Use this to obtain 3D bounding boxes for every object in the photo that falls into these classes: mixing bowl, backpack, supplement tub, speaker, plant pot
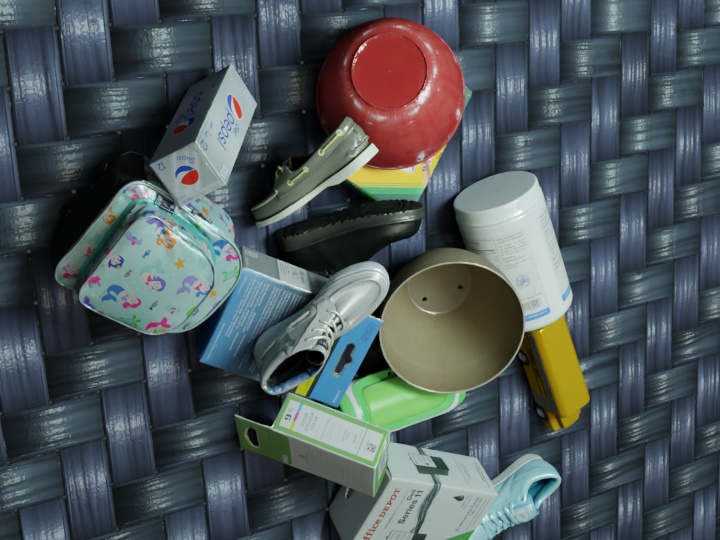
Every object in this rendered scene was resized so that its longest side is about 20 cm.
[{"bbox_3d":[0.038,-0.236,1.352,0.197,0.108,0.204,0,85,1],"label":"mixing bowl"},{"bbox_3d":[-0.240,-0.017,1.266,0.178,0.151,0.199,-45,130,16],"label":"backpack"},{"bbox_3d":[0.222,-0.026,1.549,0.131,0.131,0.202,-30,114,-21],"label":"supplement tub"},{"bbox_3d":[0.049,0.181,1.520,0.198,0.088,0.090,-15,108,-27],"label":"speaker"},{"bbox_3d":[0.117,0.048,1.486,0.197,0.135,0.203,-2,117,-4],"label":"plant pot"}]

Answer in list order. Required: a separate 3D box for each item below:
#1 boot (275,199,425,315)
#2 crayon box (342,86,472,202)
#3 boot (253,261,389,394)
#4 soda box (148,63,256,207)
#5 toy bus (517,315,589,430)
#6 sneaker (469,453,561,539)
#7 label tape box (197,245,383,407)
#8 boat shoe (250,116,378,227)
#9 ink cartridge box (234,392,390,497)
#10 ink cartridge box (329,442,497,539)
[{"bbox_3d":[0.000,-0.001,1.421,0.208,0.080,0.160,-13,107,12],"label":"boot"},{"bbox_3d":[0.054,-0.187,1.457,0.118,0.058,0.202,30,85,-31],"label":"crayon box"},{"bbox_3d":[-0.042,0.076,1.296,0.199,0.096,0.074,-38,117,10],"label":"boot"},{"bbox_3d":[-0.180,-0.160,1.249,0.068,0.201,0.064,-23,119,21],"label":"soda box"},{"bbox_3d":[0.300,0.157,1.664,0.065,0.078,0.202,-31,114,-21],"label":"toy bus"},{"bbox_3d":[0.231,0.367,1.668,0.200,0.082,0.074,-43,117,-16],"label":"sneaker"},{"bbox_3d":[-0.091,0.075,1.378,0.198,0.064,0.145,21,112,-19],"label":"label tape box"},{"bbox_3d":[-0.069,-0.122,1.350,0.061,0.200,0.072,53,31,-11],"label":"boat shoe"},{"bbox_3d":[-0.062,0.221,1.411,0.104,0.197,0.060,91,20,-58],"label":"ink cartridge box"},{"bbox_3d":[0.075,0.335,1.544,0.198,0.083,0.148,15,116,-31],"label":"ink cartridge box"}]
